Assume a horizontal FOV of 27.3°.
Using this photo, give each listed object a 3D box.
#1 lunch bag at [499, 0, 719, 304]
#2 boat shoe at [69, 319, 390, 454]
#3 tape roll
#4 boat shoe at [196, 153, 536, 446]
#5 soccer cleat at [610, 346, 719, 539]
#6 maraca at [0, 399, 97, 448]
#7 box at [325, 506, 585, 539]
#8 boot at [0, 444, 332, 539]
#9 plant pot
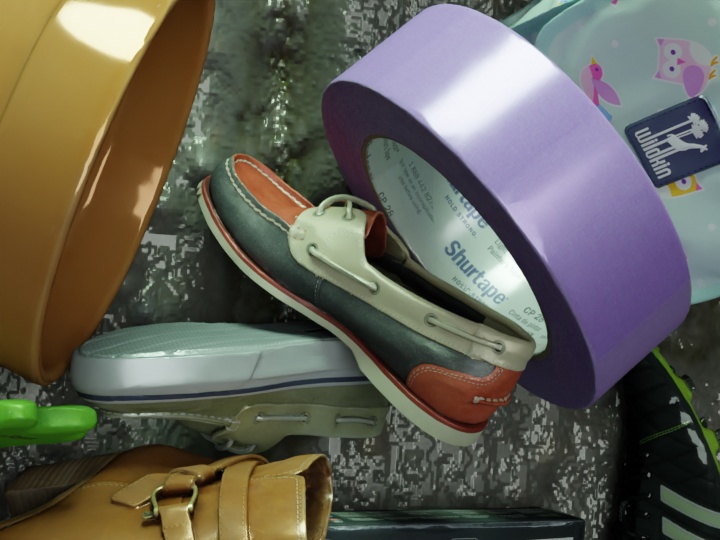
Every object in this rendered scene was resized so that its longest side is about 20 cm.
[{"bbox_3d":[0.157,-0.077,0.757,0.122,0.200,0.171,-31,101,-15],"label":"lunch bag"},{"bbox_3d":[-0.052,0.060,0.737,0.199,0.072,0.063,0,98,-40],"label":"boat shoe"},{"bbox_3d":[0.068,-0.029,0.729,0.066,0.200,0.201,-39,102,-14],"label":"tape roll"},{"bbox_3d":[0.000,0.000,0.736,0.200,0.071,0.063,42,117,22],"label":"boat shoe"},{"bbox_3d":[0.172,0.142,0.839,0.081,0.068,0.201,-18,97,-4],"label":"soccer cleat"},{"bbox_3d":[-0.214,0.076,0.656,0.199,0.137,0.108,-10,82,21],"label":"maraca"},{"bbox_3d":[0.025,0.207,0.778,0.199,0.046,0.160,4,90,-31],"label":"box"},{"bbox_3d":[-0.095,0.134,0.642,0.154,0.200,0.074,-5,117,10],"label":"boot"},{"bbox_3d":[-0.166,-0.066,0.670,0.139,0.200,0.201,22,84,-1],"label":"plant pot"}]
